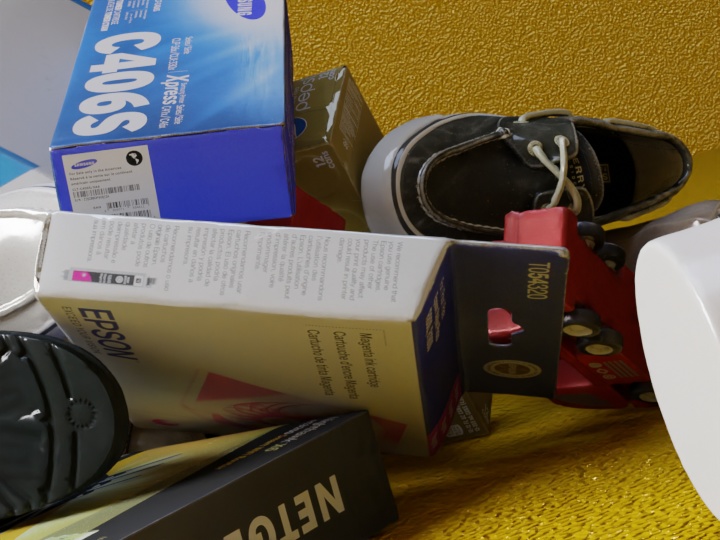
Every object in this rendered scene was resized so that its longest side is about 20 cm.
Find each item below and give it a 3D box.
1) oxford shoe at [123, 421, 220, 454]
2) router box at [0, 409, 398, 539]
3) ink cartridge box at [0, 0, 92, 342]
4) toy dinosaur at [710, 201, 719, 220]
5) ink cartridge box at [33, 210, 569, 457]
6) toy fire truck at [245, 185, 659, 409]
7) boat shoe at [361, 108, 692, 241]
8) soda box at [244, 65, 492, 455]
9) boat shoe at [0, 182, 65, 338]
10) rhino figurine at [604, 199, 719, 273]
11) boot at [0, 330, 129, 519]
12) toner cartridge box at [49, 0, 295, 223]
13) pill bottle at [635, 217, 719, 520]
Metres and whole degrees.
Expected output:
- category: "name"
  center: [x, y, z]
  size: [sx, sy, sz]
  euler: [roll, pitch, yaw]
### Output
- category: "oxford shoe"
  center: [-0.107, 0.106, 0.939]
  size: [0.075, 0.071, 0.200]
  euler: [11, 0, -4]
- category: "router box"
  center: [-0.103, 0.116, 0.708]
  size: [0.157, 0.052, 0.200]
  euler: [-13, 5, 33]
- category: "ink cartridge box"
  center: [-0.173, -0.019, 0.920]
  size: [0.200, 0.147, 0.145]
  euler: [-60, 5, 38]
- category: "toy dinosaur"
  center: [0.200, 0.013, 0.803]
  size: [0.101, 0.058, 0.200]
  euler: [24, 24, 4]
- category: "ink cartridge box"
  center: [-0.016, 0.034, 0.740]
  size: [0.200, 0.043, 0.196]
  euler: [5, -20, 7]
- category: "toy fire truck"
  center: [0.051, 0.017, 0.803]
  size: [0.141, 0.049, 0.200]
  euler: [-7, -25, 29]
- category: "boat shoe"
  center: [0.085, -0.048, 0.857]
  size: [0.200, 0.071, 0.064]
  euler: [-12, 2, -44]
- category: "soda box"
  center: [0.000, 0.000, 0.877]
  size: [0.068, 0.200, 0.064]
  euler: [-14, 37, 21]
- category: "boat shoe"
  center: [-0.198, 0.008, 0.799]
  size: [0.200, 0.071, 0.070]
  euler: [-14, -7, 29]
- category: "rhino figurine"
  center: [0.140, 0.010, 0.920]
  size: [0.200, 0.087, 0.060]
  euler: [-13, 48, 46]
- category: "boot"
  center: [-0.165, 0.069, 0.761]
  size: [0.198, 0.073, 0.162]
  euler: [-14, -4, 16]
- category: "toner cartridge box"
  center: [-0.078, -0.079, 0.781]
  size: [0.095, 0.043, 0.200]
  euler: [-5, 27, -1]
- category: "pill bottle"
  center: [0.198, 0.009, 0.568]
  size: [0.200, 0.114, 0.114]
  euler: [-16, 4, -6]
